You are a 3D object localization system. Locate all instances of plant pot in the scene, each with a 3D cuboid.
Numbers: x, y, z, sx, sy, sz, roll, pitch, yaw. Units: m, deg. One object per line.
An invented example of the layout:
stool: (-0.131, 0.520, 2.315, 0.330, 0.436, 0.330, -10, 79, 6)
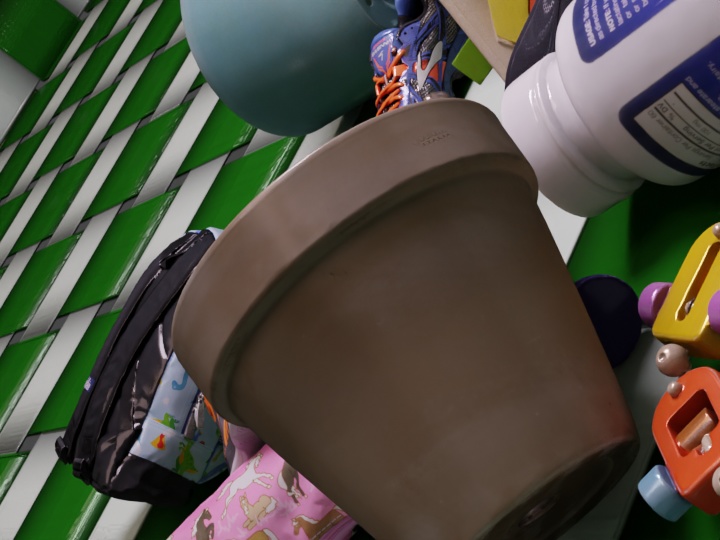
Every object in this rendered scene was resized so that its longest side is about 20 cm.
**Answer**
plant pot: (-0.025, -0.231, 1.347, 0.160, 0.200, 0.202, -15, 42, 45)
plant pot: (0.037, 0.048, 0.763, 0.200, 0.199, 0.174, -46, 66, 17)

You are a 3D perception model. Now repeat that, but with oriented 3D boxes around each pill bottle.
pill bottle: (0.173, -0.116, 0.844, 0.200, 0.119, 0.120, -36, 27, 37)

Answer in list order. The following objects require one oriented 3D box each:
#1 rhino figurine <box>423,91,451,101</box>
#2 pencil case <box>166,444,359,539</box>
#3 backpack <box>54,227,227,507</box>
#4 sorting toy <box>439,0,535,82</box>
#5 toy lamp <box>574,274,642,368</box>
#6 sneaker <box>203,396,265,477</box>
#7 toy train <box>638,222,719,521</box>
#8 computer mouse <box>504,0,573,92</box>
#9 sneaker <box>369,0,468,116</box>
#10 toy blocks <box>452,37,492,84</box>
rhino figurine: (0.024, -0.021, 1.090, 0.201, 0.060, 0.087, -54, 32, 7)
pencil case: (-0.046, 0.150, 0.946, 0.200, 0.087, 0.083, -46, -10, 20)
backpack: (-0.128, 0.068, 1.187, 0.163, 0.152, 0.202, -174, 97, -68)
sorting toy: (0.118, -0.224, 1.018, 0.185, 0.200, 0.036, -40, 1, 29)
toy lamp: (0.090, 0.013, 0.913, 0.058, 0.058, 0.200, -55, 24, -5)
sneaker: (-0.068, 0.059, 0.998, 0.113, 0.077, 0.201, 63, 152, 30)
toy train: (0.193, 0.017, 0.696, 0.200, 0.055, 0.150, -51, 22, 14)
computer mouse: (0.143, -0.157, 0.949, 0.053, 0.137, 0.202, 53, 138, 48)
sneaker: (0.035, -0.145, 1.232, 0.075, 0.078, 0.201, -32, 30, 44)
toy blocks: (0.150, -0.227, 1.107, 0.201, 0.100, 0.137, -56, -2, 31)
